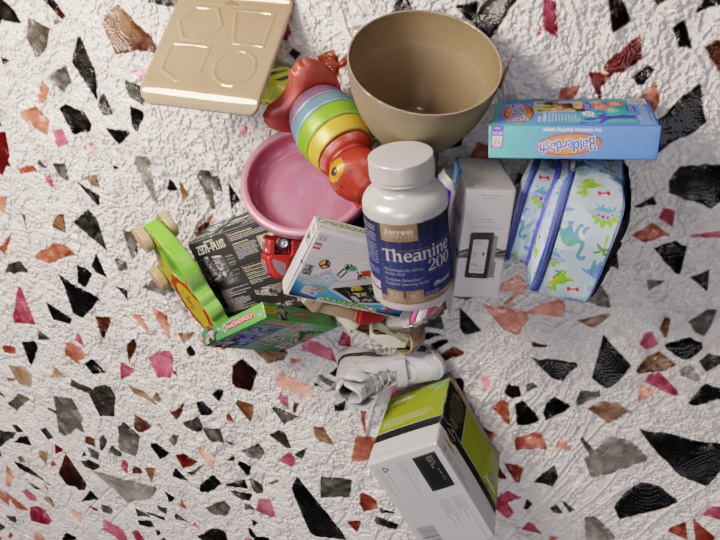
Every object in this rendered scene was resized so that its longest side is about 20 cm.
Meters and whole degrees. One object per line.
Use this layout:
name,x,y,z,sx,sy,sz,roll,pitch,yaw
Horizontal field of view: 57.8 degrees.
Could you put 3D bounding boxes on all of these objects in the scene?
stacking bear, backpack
stacking bear,-0.033,-0.180,0.917,0.122,0.113,0.201,-49,58,30
backpack,0.274,-0.061,0.882,0.146,0.200,0.184,15,120,9

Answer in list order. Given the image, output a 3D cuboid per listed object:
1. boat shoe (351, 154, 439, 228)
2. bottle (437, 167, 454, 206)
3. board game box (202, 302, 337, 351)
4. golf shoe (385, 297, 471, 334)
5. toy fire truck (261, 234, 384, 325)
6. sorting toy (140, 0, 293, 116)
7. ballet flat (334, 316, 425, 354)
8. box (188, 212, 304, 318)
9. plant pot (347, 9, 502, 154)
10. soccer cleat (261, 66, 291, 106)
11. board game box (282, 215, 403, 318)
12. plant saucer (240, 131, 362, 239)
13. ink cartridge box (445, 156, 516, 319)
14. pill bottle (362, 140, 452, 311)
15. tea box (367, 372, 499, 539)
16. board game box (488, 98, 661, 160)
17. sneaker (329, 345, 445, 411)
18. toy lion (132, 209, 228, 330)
boat shoe,0.040,-0.116,1.004,0.072,0.068,0.200,39,120,-4
bottle,0.090,-0.067,1.004,0.065,0.084,0.200,35,119,-2
board game box,-0.148,0.100,1.107,0.134,0.199,0.029,-26,69,25
golf shoe,0.116,0.026,1.048,0.199,0.073,0.092,-34,96,14
toy fire truck,-0.057,0.014,1.022,0.198,0.049,0.142,0,103,-18
sorting toy,-0.204,-0.319,0.944,0.183,0.202,0.037,10,163,13
ballet flat,0.015,0.085,1.112,0.198,0.065,0.071,21,123,7
box,-0.161,-0.016,1.105,0.199,0.086,0.165,-16,110,23
plant pot,0.080,-0.232,0.883,0.199,0.201,0.135,17,148,9
soccer cleat,-0.168,-0.278,0.980,0.198,0.084,0.065,16,119,9
board game box,0.000,0.000,0.959,0.198,0.035,0.127,13,126,-26
plant saucer,-0.079,-0.128,0.985,0.199,0.202,0.051,13,153,11
ink cartridge box,0.160,-0.043,0.912,0.067,0.116,0.202,3,120,-1
pill bottle,0.060,-0.057,0.844,0.110,0.111,0.201,2,124,16
tea box,0.134,0.324,1.116,0.133,0.197,0.201,-24,106,25
board game box,0.273,-0.186,0.849,0.198,0.152,0.045,4,117,16
sneaker,0.044,0.187,1.124,0.198,0.115,0.076,-1,115,18
toy lion,-0.292,0.023,1.110,0.192,0.068,0.201,44,155,21
